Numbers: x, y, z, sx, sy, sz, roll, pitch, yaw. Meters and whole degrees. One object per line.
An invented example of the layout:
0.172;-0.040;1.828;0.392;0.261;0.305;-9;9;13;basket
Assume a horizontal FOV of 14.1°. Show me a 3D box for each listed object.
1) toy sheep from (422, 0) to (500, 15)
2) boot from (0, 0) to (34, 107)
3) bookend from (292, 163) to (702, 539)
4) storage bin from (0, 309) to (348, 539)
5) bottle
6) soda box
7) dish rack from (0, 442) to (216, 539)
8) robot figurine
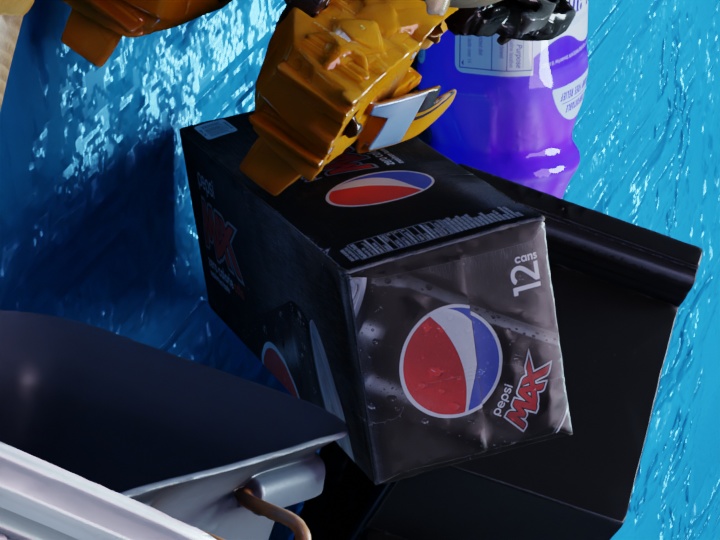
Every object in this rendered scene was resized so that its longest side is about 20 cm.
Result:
-0.022;-0.149;0.802;0.200;0.138;0.138;42;47;-17;toy sheep
-0.132;-0.108;0.719;0.201;0.070;0.145;32;61;-72;boot
0.029;0.100;1.030;0.199;0.092;0.201;118;-10;-66;bookend
-0.095;0.098;0.785;0.200;0.145;0.135;-10;116;-67;storage bin
0.058;-0.094;1.185;0.084;0.065;0.201;-35;128;-63;bottle
0.000;0.000;0.914;0.200;0.063;0.071;-139;-142;-68;soda box
-0.120;0.133;0.660;0.171;0.044;0.200;28;99;-42;dish rack
-0.011;-0.100;0.946;0.058;0.145;0.200;-57;173;30;robot figurine
